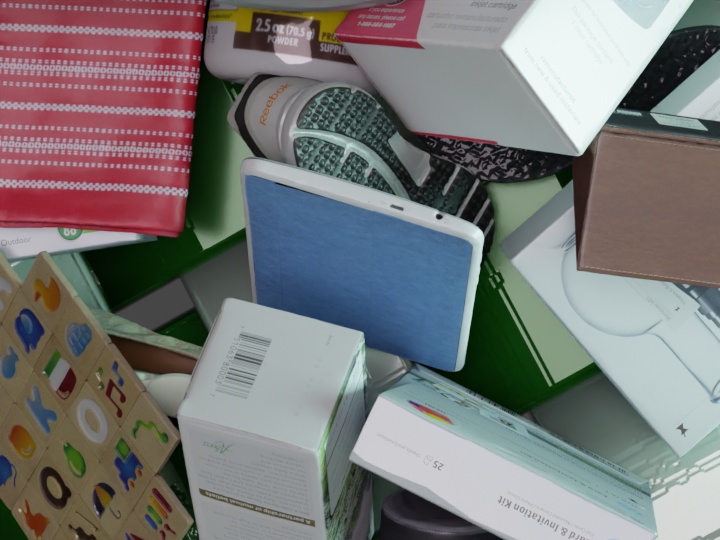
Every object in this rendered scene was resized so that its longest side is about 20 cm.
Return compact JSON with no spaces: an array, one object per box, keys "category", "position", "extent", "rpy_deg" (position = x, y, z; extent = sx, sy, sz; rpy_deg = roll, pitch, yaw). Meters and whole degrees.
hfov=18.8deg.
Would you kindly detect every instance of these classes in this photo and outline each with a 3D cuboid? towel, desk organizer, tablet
[{"category":"towel","position":[-0.160,-0.121,1.211],"extent":[0.143,0.022,0.202],"rpy_deg":[5,91,4]},{"category":"desk organizer","position":[0.209,-0.033,1.140],"extent":[0.198,0.072,0.078],"rpy_deg":[7,103,-4]},{"category":"tablet","position":[0.000,0.000,1.173],"extent":[0.129,0.200,0.014],"rpy_deg":[17,69,6]}]

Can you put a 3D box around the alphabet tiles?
[{"category":"alphabet tiles","position":[-0.169,0.089,1.218],"extent":[0.200,0.006,0.167],"rpy_deg":[51,135,18]}]

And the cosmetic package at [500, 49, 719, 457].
[{"category":"cosmetic package","position":[0.201,-0.020,1.204],"extent":[0.200,0.052,0.151],"rpy_deg":[-42,102,5]}]

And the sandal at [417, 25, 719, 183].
[{"category":"sandal","position":[0.124,-0.095,1.235],"extent":[0.198,0.045,0.076],"rpy_deg":[-10,96,-8]}]

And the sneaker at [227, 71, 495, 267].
[{"category":"sneaker","position":[0.004,-0.050,1.193],"extent":[0.080,0.200,0.074],"rpy_deg":[25,76,44]}]

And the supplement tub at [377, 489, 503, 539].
[{"category":"supplement tub","position":[0.040,0.224,1.195],"extent":[0.106,0.107,0.202],"rpy_deg":[5,104,6]}]

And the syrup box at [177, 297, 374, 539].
[{"category":"syrup box","position":[-0.042,0.112,1.169],"extent":[0.081,0.201,0.079],"rpy_deg":[14,54,12]}]

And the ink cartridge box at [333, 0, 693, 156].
[{"category":"ink cartridge box","position":[0.104,-0.166,1.141],"extent":[0.201,0.144,0.084],"rpy_deg":[-53,123,-18]}]

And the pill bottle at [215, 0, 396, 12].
[{"category":"pill bottle","position":[-0.027,-0.238,1.099],"extent":[0.111,0.112,0.202],"rpy_deg":[-1,87,6]}]

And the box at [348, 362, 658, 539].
[{"category":"box","position":[0.080,0.107,1.159],"extent":[0.155,0.200,0.041],"rpy_deg":[27,93,4]}]

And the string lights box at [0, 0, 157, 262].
[{"category":"string lights box","position":[-0.184,-0.110,1.255],"extent":[0.102,0.059,0.202],"rpy_deg":[-9,90,6]}]

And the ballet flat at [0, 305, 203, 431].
[{"category":"ballet flat","position":[-0.142,0.058,1.251],"extent":[0.198,0.062,0.068],"rpy_deg":[8,93,6]}]

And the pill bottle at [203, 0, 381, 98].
[{"category":"pill bottle","position":[-0.023,-0.201,1.210],"extent":[0.108,0.109,0.202],"rpy_deg":[7,92,6]}]
